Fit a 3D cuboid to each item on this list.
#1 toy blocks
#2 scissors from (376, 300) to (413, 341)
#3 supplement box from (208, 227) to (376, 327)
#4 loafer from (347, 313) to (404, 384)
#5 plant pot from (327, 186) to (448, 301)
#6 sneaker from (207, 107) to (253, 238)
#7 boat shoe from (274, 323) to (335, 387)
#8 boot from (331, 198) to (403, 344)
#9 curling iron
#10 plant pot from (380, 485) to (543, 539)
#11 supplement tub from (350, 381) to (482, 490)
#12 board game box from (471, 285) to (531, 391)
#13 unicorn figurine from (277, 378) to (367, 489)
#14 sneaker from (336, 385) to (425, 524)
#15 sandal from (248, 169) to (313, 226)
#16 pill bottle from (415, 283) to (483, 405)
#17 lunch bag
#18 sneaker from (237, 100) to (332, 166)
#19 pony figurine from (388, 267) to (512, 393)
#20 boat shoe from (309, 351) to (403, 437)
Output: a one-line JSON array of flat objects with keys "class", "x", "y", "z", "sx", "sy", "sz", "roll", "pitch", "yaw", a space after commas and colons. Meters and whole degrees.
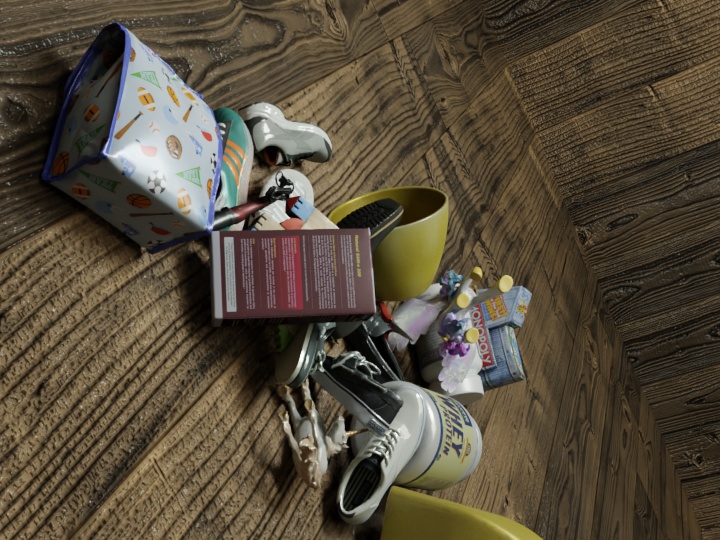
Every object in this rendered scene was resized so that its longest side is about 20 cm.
[{"class": "toy blocks", "x": -0.102, "y": -0.016, "z": 1.219, "sx": 0.136, "sy": 0.100, "sz": 0.201, "roll": 40, "pitch": 70, "yaw": -12}, {"class": "scissors", "x": 0.048, "y": 0.081, "z": 1.464, "sx": 0.200, "sy": 0.014, "sz": 0.074, "roll": 156, "pitch": -72, "yaw": -77}, {"class": "supplement box", "x": -0.085, "y": 0.008, "z": 1.145, "sx": 0.061, "sy": 0.197, "sz": 0.111, "roll": 131, "pitch": -43, "yaw": -73}, {"class": "loafer", "x": 0.016, "y": 0.095, "z": 1.452, "sx": 0.068, "sy": 0.070, "sz": 0.203, "roll": -12, "pitch": 82, "yaw": -65}, {"class": "plant pot", "x": 0.056, "y": -0.035, "z": 1.521, "sx": 0.200, "sy": 0.197, "sz": 0.144, "roll": -57, "pitch": 139, "yaw": -60}, {"class": "sneaker", "x": -0.187, "y": -0.137, "z": 1.202, "sx": 0.080, "sy": 0.070, "sz": 0.203, "roll": 42, "pitch": 37, "yaw": -52}, {"class": "boat shoe", "x": -0.064, "y": 0.099, "z": 1.215, "sx": 0.062, "sy": 0.073, "sz": 0.200, "roll": 38, "pitch": 18, "yaw": -12}, {"class": "boot", "x": 0.000, "y": 0.000, "z": 1.391, "sx": 0.139, "sy": 0.199, "sz": 0.077, "roll": 58, "pitch": -9, "yaw": -31}, {"class": "curling iron", "x": -0.156, "y": -0.075, "z": 1.147, "sx": 0.026, "sy": 0.050, "sz": 0.199, "roll": 43, "pitch": 47, "yaw": 19}, {"class": "plant pot", "x": 0.151, "y": 0.418, "z": 1.269, "sx": 0.195, "sy": 0.197, "sz": 0.197, "roll": 32, "pitch": 65, "yaw": -54}, {"class": "supplement tub", "x": 0.089, "y": 0.252, "z": 1.397, "sx": 0.199, "sy": 0.143, "sz": 0.147, "roll": 27, "pitch": 48, "yaw": -56}, {"class": "board game box", "x": 0.229, "y": 0.114, "z": 1.728, "sx": 0.061, "sy": 0.198, "sz": 0.203, "roll": 26, "pitch": 48, "yaw": -57}, {"class": "unicorn figurine", "x": -0.060, "y": 0.211, "z": 1.207, "sx": 0.200, "sy": 0.073, "sz": 0.139, "roll": -63, "pitch": 137, "yaw": -62}, {"class": "sneaker", "x": 0.031, "y": 0.248, "z": 1.252, "sx": 0.202, "sy": 0.072, "sz": 0.071, "roll": -64, "pitch": 170, "yaw": -11}, {"class": "sandal", "x": -0.125, "y": -0.063, "z": 1.311, "sx": 0.082, "sy": 0.050, "sz": 0.204, "roll": 40, "pitch": 48, "yaw": -24}, {"class": "pill bottle", "x": 0.154, "y": 0.135, "z": 1.661, "sx": 0.113, "sy": 0.113, "sz": 0.203, "roll": 27, "pitch": 48, "yaw": -56}, {"class": "lunch bag", "x": -0.243, "y": -0.149, "z": 1.037, "sx": 0.170, "sy": 0.122, "sz": 0.203, "roll": 40, "pitch": 45, "yaw": -46}, {"class": "sneaker", "x": -0.114, "y": -0.188, "z": 1.411, "sx": 0.199, "sy": 0.073, "sz": 0.081, "roll": 13, "pitch": 69, "yaw": -55}, {"class": "pony figurine", "x": 0.151, "y": 0.081, "z": 1.532, "sx": 0.166, "sy": 0.200, "sz": 0.194, "roll": 37, "pitch": 76, "yaw": -6}, {"class": "boat shoe", "x": -0.011, "y": 0.145, "z": 1.240, "sx": 0.074, "sy": 0.068, "sz": 0.199, "roll": 43, "pitch": -5, "yaw": -32}]
